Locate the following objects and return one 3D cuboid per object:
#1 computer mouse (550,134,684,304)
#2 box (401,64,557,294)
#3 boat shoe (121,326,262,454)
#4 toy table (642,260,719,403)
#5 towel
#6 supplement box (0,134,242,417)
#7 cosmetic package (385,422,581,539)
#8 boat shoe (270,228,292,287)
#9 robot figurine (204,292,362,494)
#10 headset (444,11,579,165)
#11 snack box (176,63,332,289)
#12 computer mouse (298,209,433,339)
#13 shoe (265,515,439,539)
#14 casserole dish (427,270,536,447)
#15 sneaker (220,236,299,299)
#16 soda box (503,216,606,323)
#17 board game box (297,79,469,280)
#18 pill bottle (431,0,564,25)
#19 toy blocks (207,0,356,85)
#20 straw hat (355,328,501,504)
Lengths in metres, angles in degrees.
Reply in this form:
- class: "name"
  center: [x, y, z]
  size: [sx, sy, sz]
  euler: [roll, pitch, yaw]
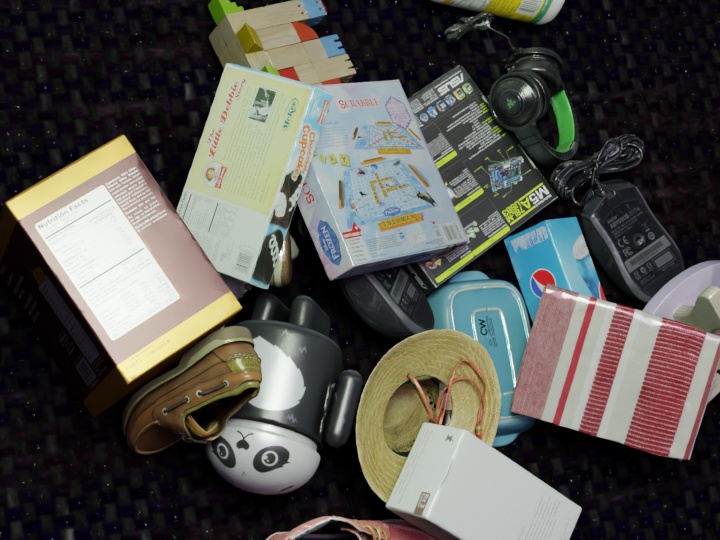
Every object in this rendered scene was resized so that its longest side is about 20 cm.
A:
- class: "computer mouse"
  center: [0.305, -0.048, 1.734]
  size: [0.138, 0.053, 0.200]
  euler: [-26, 88, -26]
- class: "box"
  center: [0.093, -0.104, 1.681]
  size: [0.200, 0.048, 0.193]
  euler: [-36, 91, -25]
- class: "boat shoe"
  center: [-0.166, 0.134, 1.438]
  size: [0.072, 0.200, 0.068]
  euler: [2, 55, -41]
- class: "toy table"
  center: [0.397, 0.078, 1.672]
  size: [0.184, 0.117, 0.200]
  euler: [44, 79, -29]
- class: "towel"
  center: [0.273, 0.110, 1.595]
  size: [0.200, 0.023, 0.144]
  euler: [16, 96, 5]
- class: "supplement box"
  center: [-0.245, 0.010, 1.445]
  size: [0.133, 0.197, 0.200]
  euler: [-34, 89, -24]
- class: "cosmetic package"
  center: [0.129, 0.244, 1.538]
  size: [0.200, 0.074, 0.102]
  euler: [37, 71, -32]
- class: "boat shoe"
  center: [-0.113, -0.072, 1.520]
  size: [0.076, 0.072, 0.200]
  euler: [-6, 62, -6]
- class: "robot figurine"
  center: [-0.087, 0.125, 1.508]
  size: [0.125, 0.150, 0.200]
  euler: [23, 68, -26]
- class: "headset"
  center: [0.179, -0.208, 1.714]
  size: [0.200, 0.094, 0.124]
  euler: [57, 37, -21]
- class: "snack box"
  center: [-0.111, -0.094, 1.463]
  size: [0.037, 0.116, 0.200]
  euler: [17, 92, -58]
- class: "computer mouse"
  center: [0.000, 0.000, 1.594]
  size: [0.200, 0.053, 0.139]
  euler: [51, 23, -8]
- class: "shoe"
  center: [0.002, 0.286, 1.514]
  size: [0.200, 0.091, 0.072]
  euler: [1, 75, -19]
- class: "casserole dish"
  center: [0.141, 0.093, 1.647]
  size: [0.121, 0.039, 0.200]
  euler: [-5, 76, -21]
- class: "sneaker"
  center: [-0.116, -0.017, 1.562]
  size: [0.099, 0.078, 0.200]
  euler: [19, 70, -10]
- class: "soda box"
  center: [0.233, 0.044, 1.667]
  size: [0.068, 0.064, 0.200]
  euler: [-8, 77, -51]
- class: "board game box"
  center: [0.005, -0.099, 1.555]
  size: [0.200, 0.041, 0.200]
  euler: [-11, 75, -50]
- class: "pill bottle"
  center: [0.135, -0.357, 1.729]
  size: [0.200, 0.113, 0.113]
  euler: [9, 73, -17]
- class: "toy blocks"
  center: [-0.070, -0.215, 1.637]
  size: [0.137, 0.100, 0.200]
  euler: [-19, 79, -35]
- class: "straw hat"
  center: [0.048, 0.150, 1.566]
  size: [0.201, 0.085, 0.201]
  euler: [-5, 98, -39]
